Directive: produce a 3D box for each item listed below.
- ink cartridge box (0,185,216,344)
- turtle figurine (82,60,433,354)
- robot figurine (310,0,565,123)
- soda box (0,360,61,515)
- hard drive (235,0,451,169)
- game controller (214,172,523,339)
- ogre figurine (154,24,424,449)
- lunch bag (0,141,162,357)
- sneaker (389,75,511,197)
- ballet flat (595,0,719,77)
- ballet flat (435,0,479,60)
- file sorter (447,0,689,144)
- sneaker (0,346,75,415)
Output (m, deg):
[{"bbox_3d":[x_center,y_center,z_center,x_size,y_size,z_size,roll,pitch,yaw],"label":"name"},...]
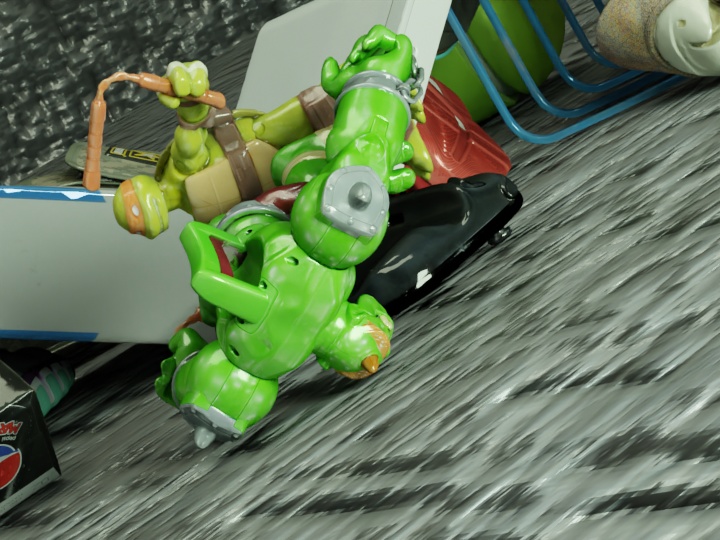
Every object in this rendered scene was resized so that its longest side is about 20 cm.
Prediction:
[{"bbox_3d":[-0.163,-0.005,1.617,0.146,0.085,0.200,1,2,-14],"label":"ink cartridge box"},{"bbox_3d":[-0.049,-0.044,1.353,0.161,0.200,0.064,-21,45,-8],"label":"turtle figurine"},{"bbox_3d":[0.039,-0.139,1.799,0.200,0.116,0.175,-27,-18,21],"label":"robot figurine"},{"bbox_3d":[-0.236,0.050,1.452,0.071,0.063,0.200,-33,46,-22],"label":"soda box"},{"bbox_3d":[-0.019,-0.091,1.570,0.200,0.027,0.132,-16,55,63],"label":"hard drive"},{"bbox_3d":[0.000,0.000,1.423,0.104,0.042,0.200,-50,16,-25],"label":"game controller"},{"bbox_3d":[-0.035,0.000,1.263,0.200,0.098,0.120,-37,20,17],"label":"ogre figurine"},{"bbox_3d":[-0.174,-0.017,1.829,0.200,0.118,0.164,-24,8,1],"label":"lunch bag"},{"bbox_3d":[0.014,-0.045,1.583,0.116,0.078,0.200,-51,11,10],"label":"sneaker"},{"bbox_3d":[0.199,-0.136,1.438,0.200,0.068,0.067,-27,35,31],"label":"ballet flat"},{"bbox_3d":[0.059,-0.206,1.703,0.068,0.068,0.200,3,42,13],"label":"ballet flat"},{"bbox_3d":[0.144,-0.170,1.608,0.139,0.123,0.200,-26,9,30],"label":"file sorter"},{"bbox_3d":[-0.216,0.057,1.599,0.074,0.088,0.200,-34,8,11],"label":"sneaker"}]
